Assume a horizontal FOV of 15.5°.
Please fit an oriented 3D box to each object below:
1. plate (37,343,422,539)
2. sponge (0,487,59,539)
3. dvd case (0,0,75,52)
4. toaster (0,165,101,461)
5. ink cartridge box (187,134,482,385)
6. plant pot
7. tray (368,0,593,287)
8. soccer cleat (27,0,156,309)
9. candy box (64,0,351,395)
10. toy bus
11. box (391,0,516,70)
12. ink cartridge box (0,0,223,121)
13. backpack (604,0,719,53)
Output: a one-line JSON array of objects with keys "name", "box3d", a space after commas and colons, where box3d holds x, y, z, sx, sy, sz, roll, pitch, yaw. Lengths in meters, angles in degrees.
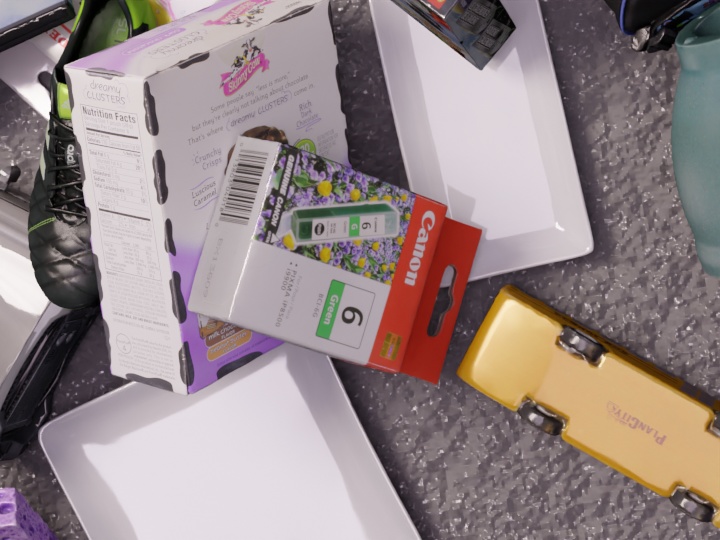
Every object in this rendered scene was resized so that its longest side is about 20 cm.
[{"name": "plate", "box3d": [-0.080, 0.147, 1.714, 0.199, 0.032, 0.200, -27, 89, 10]}, {"name": "sponge", "box3d": [-0.298, 0.187, 1.713, 0.199, 0.112, 0.030, -9, 60, 9]}, {"name": "dvd case", "box3d": [-0.266, -0.209, 1.673, 0.142, 0.018, 0.201, -23, 58, 7]}, {"name": "toaster", "box3d": [-0.246, 0.034, 1.694, 0.129, 0.114, 0.200, 32, 100, 9]}, {"name": "ink cartridge box", "box3d": [0.000, 0.000, 1.591, 0.199, 0.050, 0.109, 19, 86, -37]}, {"name": "plant pot", "box3d": [0.263, -0.102, 1.546, 0.200, 0.200, 0.135, -25, 102, 10]}, {"name": "tray", "box3d": [0.076, -0.097, 1.678, 0.107, 0.022, 0.201, -12, 92, 10]}, {"name": "soccer cleat", "box3d": [-0.168, -0.078, 1.600, 0.067, 0.081, 0.201, 8, 82, 13]}, {"name": "candy box", "box3d": [-0.084, -0.052, 1.604, 0.071, 0.167, 0.201, 11, 117, 39]}, {"name": "toy bus", "box3d": [0.160, 0.085, 1.648, 0.199, 0.078, 0.065, 29, 97, 6]}, {"name": "box", "box3d": [-0.001, -0.208, 1.607, 0.200, 0.137, 0.040, 39, 91, 14]}, {"name": "ink cartridge box", "box3d": [-0.150, -0.174, 1.685, 0.117, 0.067, 0.200, 40, 99, 4]}, {"name": "backpack", "box3d": [0.216, -0.249, 1.572, 0.199, 0.183, 0.135, -30, 72, -4]}]
